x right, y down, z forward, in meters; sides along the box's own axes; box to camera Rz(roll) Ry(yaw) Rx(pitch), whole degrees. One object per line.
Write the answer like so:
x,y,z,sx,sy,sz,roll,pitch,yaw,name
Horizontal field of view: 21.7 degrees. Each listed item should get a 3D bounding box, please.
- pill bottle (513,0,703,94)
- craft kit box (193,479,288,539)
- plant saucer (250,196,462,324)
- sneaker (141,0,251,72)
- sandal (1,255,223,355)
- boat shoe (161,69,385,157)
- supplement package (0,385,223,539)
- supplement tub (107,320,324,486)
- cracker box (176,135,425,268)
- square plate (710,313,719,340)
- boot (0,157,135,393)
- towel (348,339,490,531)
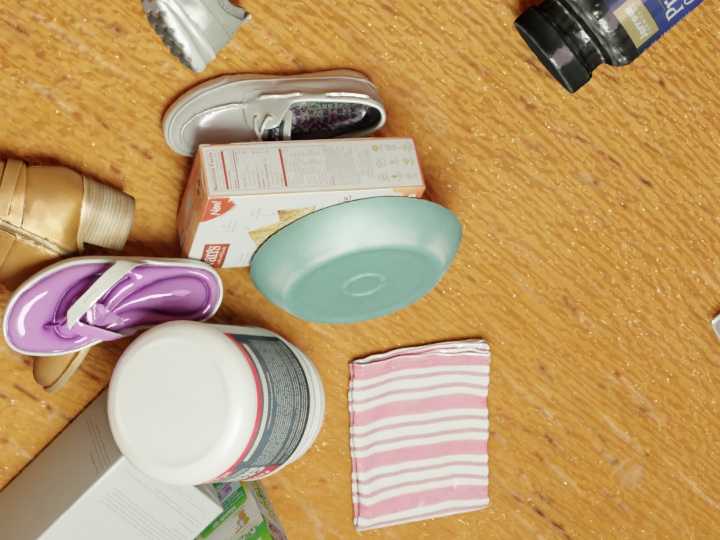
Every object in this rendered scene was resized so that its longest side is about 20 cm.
0.239,-0.255,1.684,0.200,0.112,0.112,-41,120,3,pill bottle
-0.163,0.276,1.753,0.200,0.198,0.049,-42,119,5,craft kit box
0.000,0.000,1.706,0.198,0.036,0.200,-10,153,-5,plant saucer
-0.162,-0.268,1.580,0.082,0.075,0.201,-39,127,-14,sneaker
-0.211,0.027,1.628,0.201,0.050,0.083,-13,107,-23,sandal
-0.073,-0.130,1.664,0.198,0.069,0.073,-4,116,-17,boat shoe
-0.247,0.228,1.746,0.200,0.120,0.121,-44,121,5,supplement package
-0.124,0.118,1.675,0.141,0.140,0.200,-52,161,10,supplement tub
-0.055,-0.059,1.673,0.198,0.058,0.134,-3,154,-16,cracker box
0.480,0.061,1.962,0.197,0.028,0.201,-36,120,0,square plate
-0.299,-0.001,1.652,0.153,0.074,0.202,16,97,-25,boot
0.061,0.167,1.873,0.145,0.030,0.202,-8,117,-14,towel
